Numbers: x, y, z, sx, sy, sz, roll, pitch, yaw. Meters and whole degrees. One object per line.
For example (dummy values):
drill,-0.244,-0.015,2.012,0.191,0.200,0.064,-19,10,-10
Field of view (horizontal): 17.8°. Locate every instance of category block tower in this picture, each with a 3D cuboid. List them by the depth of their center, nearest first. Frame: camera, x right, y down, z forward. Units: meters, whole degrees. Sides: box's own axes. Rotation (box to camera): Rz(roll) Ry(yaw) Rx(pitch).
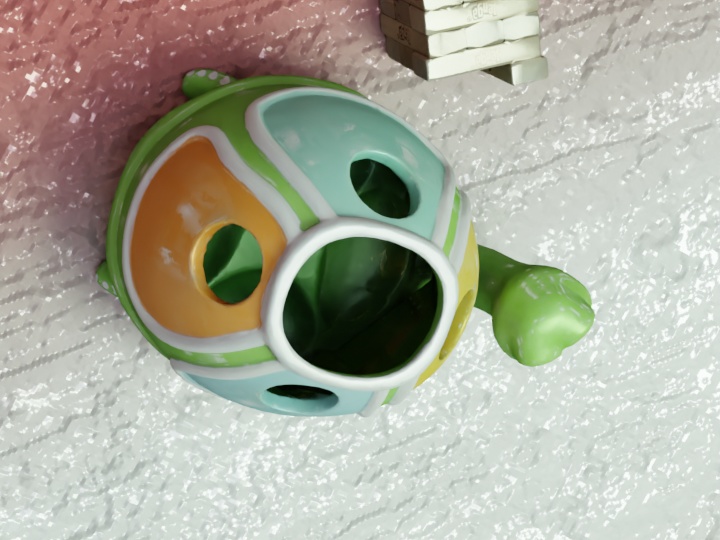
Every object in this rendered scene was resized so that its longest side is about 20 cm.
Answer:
block tower,0.035,-0.174,0.943,0.058,0.054,0.200,-14,112,-17

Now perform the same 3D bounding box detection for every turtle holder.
turtle holder,-0.009,0.006,0.941,0.141,0.132,0.186,-48,118,-3
